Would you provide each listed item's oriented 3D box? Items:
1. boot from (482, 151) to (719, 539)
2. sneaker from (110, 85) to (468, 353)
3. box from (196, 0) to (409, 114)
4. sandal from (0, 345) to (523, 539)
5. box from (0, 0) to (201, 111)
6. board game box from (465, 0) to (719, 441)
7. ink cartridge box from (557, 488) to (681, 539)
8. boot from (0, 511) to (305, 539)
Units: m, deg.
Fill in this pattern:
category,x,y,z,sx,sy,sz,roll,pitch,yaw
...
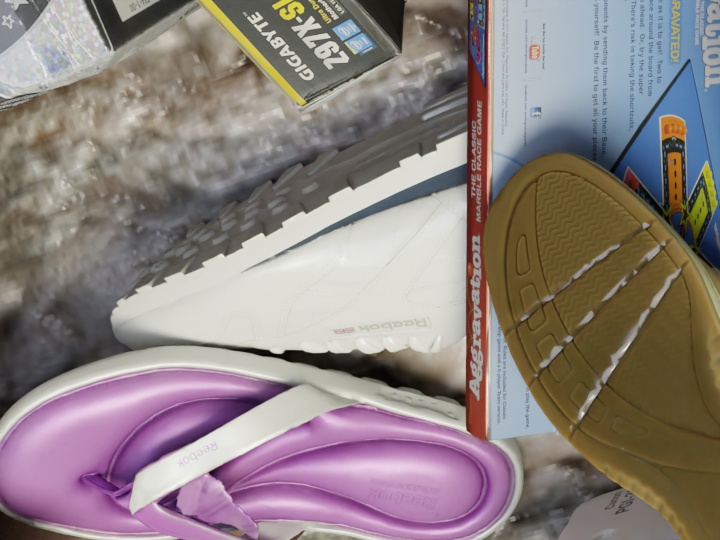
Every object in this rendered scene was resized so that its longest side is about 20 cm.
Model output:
category,x,y,z,sx,sy,sz,roll,pitch,yaw
boot,0.137,0.044,0.996,0.072,0.155,0.200,-47,70,21
sneaker,0.000,0.000,1.067,0.200,0.076,0.081,-22,110,24
box,-0.055,-0.173,0.937,0.049,0.160,0.200,-25,126,28
sandal,-0.036,0.073,1.068,0.202,0.050,0.083,1,119,-11
box,-0.118,-0.130,0.986,0.114,0.200,0.132,-21,100,24
board game box,0.086,-0.045,1.010,0.103,0.019,0.201,-6,105,-22
ink cartridge box,0.139,0.183,1.041,0.083,0.147,0.200,-20,101,22
boot,-0.127,0.089,1.145,0.200,0.072,0.167,35,104,0
